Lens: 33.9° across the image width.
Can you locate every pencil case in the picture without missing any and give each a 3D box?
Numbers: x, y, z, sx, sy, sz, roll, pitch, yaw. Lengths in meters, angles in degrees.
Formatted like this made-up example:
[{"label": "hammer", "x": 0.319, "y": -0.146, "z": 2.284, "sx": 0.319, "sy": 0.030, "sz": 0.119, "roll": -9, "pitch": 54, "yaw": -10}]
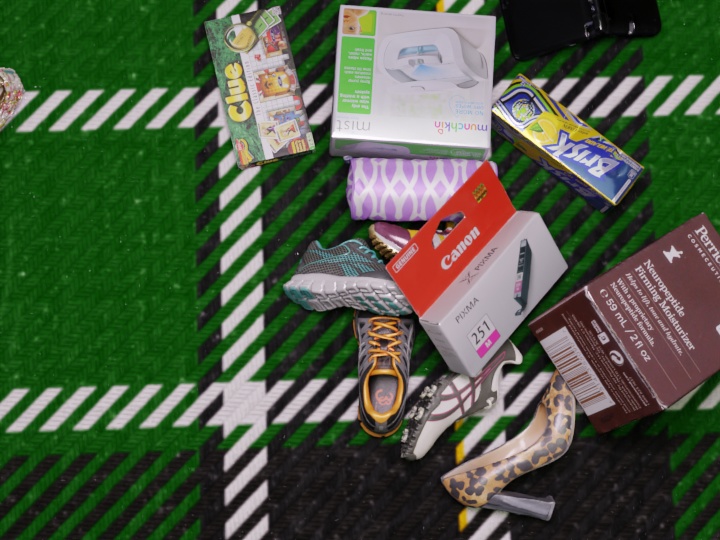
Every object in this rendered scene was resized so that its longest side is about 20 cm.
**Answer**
[{"label": "pencil case", "x": 0.077, "y": -0.099, "z": 1.489, "sx": 0.200, "sy": 0.086, "sz": 0.084, "roll": 2, "pitch": 75, "yaw": 0}]

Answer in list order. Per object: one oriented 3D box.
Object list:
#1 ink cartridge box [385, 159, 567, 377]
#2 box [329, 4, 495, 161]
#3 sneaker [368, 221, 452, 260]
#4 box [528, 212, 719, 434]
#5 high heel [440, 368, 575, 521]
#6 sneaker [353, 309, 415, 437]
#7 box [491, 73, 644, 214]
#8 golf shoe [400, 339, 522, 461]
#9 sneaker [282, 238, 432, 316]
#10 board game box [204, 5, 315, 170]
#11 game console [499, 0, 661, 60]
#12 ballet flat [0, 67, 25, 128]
[{"label": "ink cartridge box", "x": 0.143, "y": -0.004, "z": 1.407, "sx": 0.200, "sy": 0.044, "sz": 0.174, "roll": -47, "pitch": 122, "yaw": -21}, {"label": "box", "x": 0.064, "y": -0.232, "z": 1.503, "sx": 0.200, "sy": 0.097, "sz": 0.177, "roll": 5, "pitch": 80, "yaw": -2}, {"label": "sneaker", "x": 0.109, "y": -0.028, "z": 1.489, "sx": 0.200, "sy": 0.075, "sz": 0.090, "roll": 27, "pitch": 83, "yaw": -7}, {"label": "box", "x": 0.345, "y": 0.066, "z": 1.407, "sx": 0.200, "sy": 0.164, "sz": 0.166, "roll": -30, "pitch": 82, "yaw": -23}, {"label": "high heel", "x": 0.185, "y": 0.201, "z": 1.456, "sx": 0.143, "sy": 0.071, "sz": 0.200, "roll": 13, "pitch": 88, "yaw": -3}, {"label": "sneaker", "x": 0.031, "y": 0.105, "z": 1.464, "sx": 0.078, "sy": 0.077, "sz": 0.200, "roll": -2, "pitch": 80, "yaw": 0}, {"label": "box", "x": 0.259, "y": -0.160, "z": 1.509, "sx": 0.200, "sy": 0.070, "sz": 0.064, "roll": 37, "pitch": 84, "yaw": 4}, {"label": "golf shoe", "x": 0.123, "y": 0.158, "z": 1.461, "sx": 0.088, "sy": 0.077, "sz": 0.200, "roll": 33, "pitch": 83, "yaw": -4}, {"label": "sneaker", "x": 0.000, "y": 0.000, "z": 1.449, "sx": 0.200, "sy": 0.078, "sz": 0.091, "roll": 5, "pitch": 63, "yaw": 28}, {"label": "board game box", "x": -0.131, "y": -0.238, "z": 1.534, "sx": 0.105, "sy": 0.023, "sz": 0.200, "roll": -14, "pitch": 83, "yaw": -1}, {"label": "game console", "x": 0.284, "y": -0.390, "z": 1.568, "sx": 0.176, "sy": 0.116, "sz": 0.200, "roll": -7, "pitch": 82, "yaw": -33}, {"label": "ballet flat", "x": -0.501, "y": -0.177, "z": 1.494, "sx": 0.076, "sy": 0.064, "sz": 0.200, "roll": 28, "pitch": 83, "yaw": 2}]
